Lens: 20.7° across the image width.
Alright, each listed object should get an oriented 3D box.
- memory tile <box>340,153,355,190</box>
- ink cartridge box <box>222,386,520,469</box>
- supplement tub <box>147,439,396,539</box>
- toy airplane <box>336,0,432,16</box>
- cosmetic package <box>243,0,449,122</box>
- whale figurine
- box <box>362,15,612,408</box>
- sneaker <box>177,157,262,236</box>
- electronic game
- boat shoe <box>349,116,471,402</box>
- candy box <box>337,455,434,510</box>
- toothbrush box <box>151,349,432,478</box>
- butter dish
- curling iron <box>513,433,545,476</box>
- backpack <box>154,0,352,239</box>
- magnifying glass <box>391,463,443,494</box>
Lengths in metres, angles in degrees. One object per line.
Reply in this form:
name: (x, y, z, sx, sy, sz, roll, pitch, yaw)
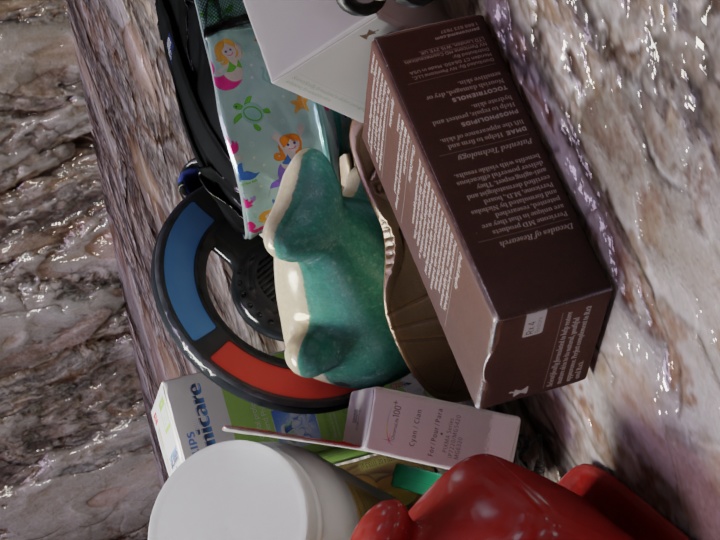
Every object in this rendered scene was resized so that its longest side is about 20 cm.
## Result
memory tile: (-0.015, -0.042, 1.600, 0.200, 0.017, 0.153, 90, 161, -51)
ink cartridge box: (0.001, 0.098, 1.272, 0.200, 0.176, 0.045, 134, 147, -84)
supplement tub: (-0.048, 0.203, 1.396, 0.200, 0.145, 0.146, 37, -153, -58)
toy airplane: (-0.004, -0.244, 1.016, 0.200, 0.141, 0.199, 32, 163, 22)
cosmetic package: (-0.024, -0.203, 1.193, 0.108, 0.085, 0.200, 20, -133, -56)
whale figurine: (0.000, 0.000, 1.300, 0.200, 0.104, 0.159, 62, -137, -58)
box: (0.067, -0.036, 1.110, 0.100, 0.075, 0.200, 97, 157, -58)
sneaker: (-0.103, -0.066, 1.735, 0.199, 0.115, 0.081, 98, 155, -61)
electronic game: (-0.054, 0.014, 1.425, 0.042, 0.200, 0.200, -56, 48, 50)
boat shoe: (0.050, -0.017, 1.251, 0.065, 0.071, 0.200, -32, -69, -66)
candy box: (0.026, 0.243, 1.520, 0.055, 0.115, 0.200, 94, 158, -59)
toothbrush box: (-0.052, 0.111, 1.515, 0.146, 0.200, 0.086, 124, 130, -75)
butter dish: (0.057, 0.176, 1.051, 0.148, 0.200, 0.200, 38, -179, -19)
curling iron: (0.106, 0.163, 1.292, 0.200, 0.026, 0.050, 87, -175, -60)
backpack: (-0.063, -0.129, 1.389, 0.178, 0.150, 0.200, 87, 171, -61)
magnifying glass: (0.062, 0.144, 1.294, 0.200, 0.080, 0.022, 98, -172, -86)
